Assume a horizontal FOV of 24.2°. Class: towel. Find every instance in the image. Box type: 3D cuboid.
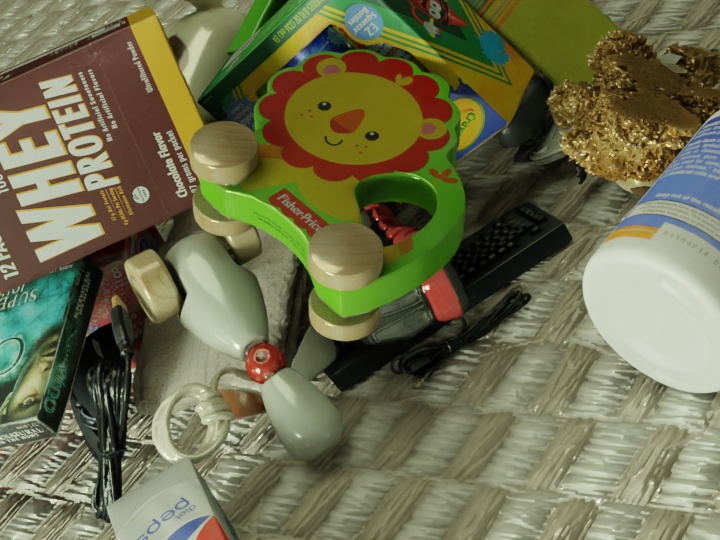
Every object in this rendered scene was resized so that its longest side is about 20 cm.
[{"bbox_3d":[0.140,-0.189,1.280,0.086,0.200,0.018,-52,6,-32],"label":"towel"},{"bbox_3d":[-0.096,0.009,1.255,0.132,0.034,0.201,-10,56,31],"label":"towel"}]

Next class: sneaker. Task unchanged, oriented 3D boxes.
[{"bbox_3d":[0.000,0.000,1.178,0.097,0.071,0.200,-31,25,-9],"label":"sneaker"}]

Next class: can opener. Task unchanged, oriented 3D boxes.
[{"bbox_3d":[0.159,-0.147,1.317,0.052,0.067,0.200,-12,29,30],"label":"can opener"}]

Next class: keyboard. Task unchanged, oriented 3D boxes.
[{"bbox_3d":[0.060,0.021,1.180,0.199,0.021,0.127,-34,29,-7],"label":"keyboard"}]

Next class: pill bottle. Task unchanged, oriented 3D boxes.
[{"bbox_3d":[0.232,-0.031,1.019,0.112,0.113,0.200,9,47,48],"label":"pill bottle"}]

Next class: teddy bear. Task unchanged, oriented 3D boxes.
[{"bbox_3d":[0.197,-0.108,1.154,0.144,0.067,0.200,4,29,-5],"label":"teddy bear"}]

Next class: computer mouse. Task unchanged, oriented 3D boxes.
[{"bbox_3d":[-0.185,0.072,1.190,0.046,0.141,0.200,3,29,-8],"label":"computer mouse"}]

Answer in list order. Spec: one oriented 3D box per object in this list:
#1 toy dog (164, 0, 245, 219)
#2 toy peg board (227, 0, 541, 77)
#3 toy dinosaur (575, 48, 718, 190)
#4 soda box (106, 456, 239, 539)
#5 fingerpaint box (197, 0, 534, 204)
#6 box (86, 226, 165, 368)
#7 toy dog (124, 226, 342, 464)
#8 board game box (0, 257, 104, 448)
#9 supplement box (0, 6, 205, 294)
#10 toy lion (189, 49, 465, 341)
[{"bbox_3d":[-0.152,-0.129,1.433,0.139,0.195,0.200,14,42,35],"label":"toy dog"},{"bbox_3d":[0.009,-0.170,1.366,0.198,0.200,0.098,1,58,41],"label":"toy peg board"},{"bbox_3d":[0.204,-0.101,1.221,0.087,0.048,0.201,2,39,20],"label":"toy dinosaur"},{"bbox_3d":[-0.092,0.195,0.991,0.063,0.069,0.200,-30,29,-4],"label":"soda box"},{"bbox_3d":[0.001,-0.136,1.260,0.200,0.167,0.074,-34,19,44],"label":"fingerpaint box"},{"bbox_3d":[-0.248,0.035,1.346,0.199,0.095,0.103,-21,29,14],"label":"box"},{"bbox_3d":[-0.084,0.051,1.152,0.131,0.096,0.201,-12,65,-3],"label":"toy dog"},{"bbox_3d":[-0.280,0.071,1.214,0.199,0.028,0.136,-15,50,32],"label":"board game box"},{"bbox_3d":[-0.216,-0.091,1.237,0.199,0.134,0.197,-25,13,-4],"label":"supplement box"},{"bbox_3d":[-0.004,-0.068,1.119,0.191,0.069,0.200,-31,54,-26],"label":"toy lion"}]
